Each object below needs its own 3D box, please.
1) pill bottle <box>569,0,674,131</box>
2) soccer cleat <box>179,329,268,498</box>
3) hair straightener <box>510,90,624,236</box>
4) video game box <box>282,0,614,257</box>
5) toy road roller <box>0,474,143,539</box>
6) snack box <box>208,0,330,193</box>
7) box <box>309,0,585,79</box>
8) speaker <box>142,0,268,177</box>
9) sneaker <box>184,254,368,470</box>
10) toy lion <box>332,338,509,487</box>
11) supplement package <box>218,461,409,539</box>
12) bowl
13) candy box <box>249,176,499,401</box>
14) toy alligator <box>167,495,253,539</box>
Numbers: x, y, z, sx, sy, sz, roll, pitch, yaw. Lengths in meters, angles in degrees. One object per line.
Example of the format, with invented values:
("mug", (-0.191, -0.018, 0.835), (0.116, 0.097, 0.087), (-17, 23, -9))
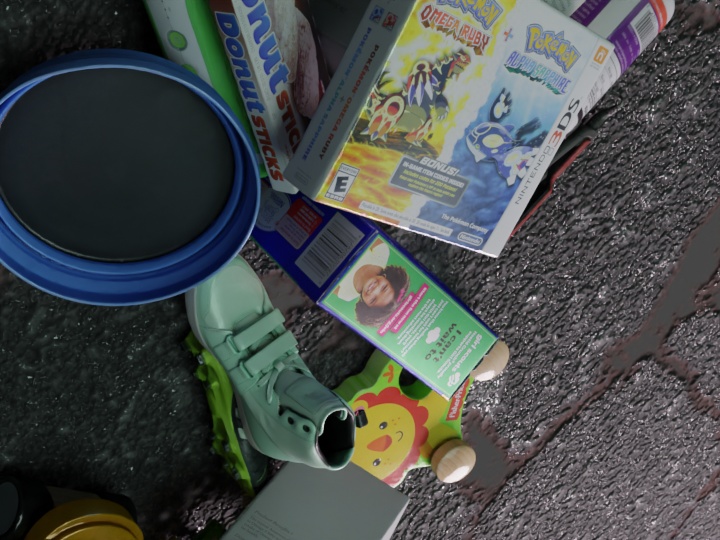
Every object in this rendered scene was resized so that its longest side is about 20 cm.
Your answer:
("pill bottle", (0.169, -0.188, 0.968), (0.200, 0.111, 0.111), (-48, 135, -4))
("soccer cleat", (-0.099, 0.119, 0.983), (0.081, 0.068, 0.200), (-27, 128, -25))
("hair straightener", (0.182, -0.114, 1.075), (0.200, 0.041, 0.077), (-41, 135, -10))
("video game box", (0.067, -0.112, 0.767), (0.200, 0.047, 0.182), (14, 107, -44))
("toy road roller", (-0.253, 0.273, 0.896), (0.123, 0.146, 0.200), (24, 100, -44))
("snack box", (-0.059, -0.152, 0.755), (0.072, 0.024, 0.200), (-51, 141, -34))
("box", (0.055, -0.213, 0.832), (0.200, 0.152, 0.106), (-45, 137, -6))
("speaker", (-0.102, -0.164, 0.786), (0.088, 0.088, 0.200), (-32, 132, -19))
("sneaker", (-0.061, 0.070, 0.883), (0.074, 0.118, 0.200), (-38, 120, -33))
("toy lion", (0.035, 0.143, 1.114), (0.192, 0.069, 0.200), (1, 115, -31))
("supplement package", (-0.060, 0.268, 0.998), (0.200, 0.117, 0.117), (-44, 159, -52))
("bowl", (-0.171, -0.063, 0.774), (0.200, 0.039, 0.201), (-6, 129, -7))
("candy box", (0.000, 0.000, 0.911), (0.077, 0.169, 0.200), (-50, 136, 3))
("toy alligator", (-0.160, 0.274, 1.045), (0.200, 0.059, 0.054), (-46, 180, -15))
